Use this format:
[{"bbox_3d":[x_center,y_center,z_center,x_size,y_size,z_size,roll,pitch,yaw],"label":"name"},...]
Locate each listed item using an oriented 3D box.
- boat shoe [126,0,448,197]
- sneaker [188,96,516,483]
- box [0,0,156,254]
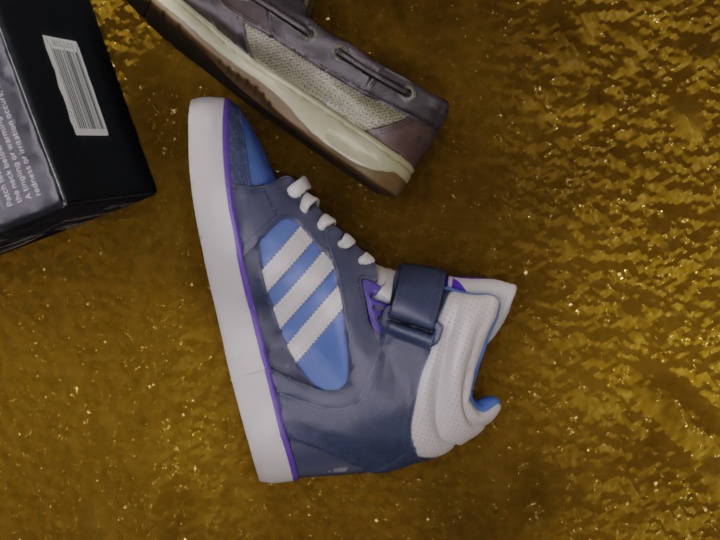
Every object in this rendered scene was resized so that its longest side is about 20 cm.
[{"bbox_3d":[-0.045,-0.117,1.054,0.200,0.073,0.065,39,85,0],"label":"boat shoe"},{"bbox_3d":[0.000,0.000,1.052,0.146,0.081,0.200,-12,88,-1],"label":"sneaker"},{"bbox_3d":[-0.223,-0.055,1.007,0.196,0.200,0.124,-19,91,7],"label":"box"}]
